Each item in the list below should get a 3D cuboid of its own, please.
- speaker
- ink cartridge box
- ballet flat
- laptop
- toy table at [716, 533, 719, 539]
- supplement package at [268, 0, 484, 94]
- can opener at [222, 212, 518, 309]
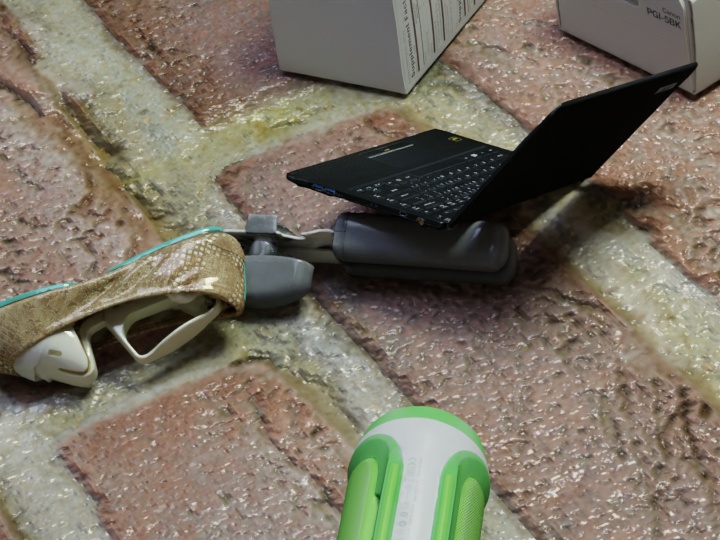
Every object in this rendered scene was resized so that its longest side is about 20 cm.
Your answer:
[{"bbox_3d":[0.023,0.167,1.438,0.088,0.089,0.201,-1,38,11],"label":"speaker"},{"bbox_3d":[0.256,-0.225,1.892,0.199,0.083,0.146,-31,42,-27],"label":"ink cartridge box"},{"bbox_3d":[-0.163,0.035,1.665,0.199,0.071,0.066,-23,66,0],"label":"ballet flat"},{"bbox_3d":[0.085,-0.095,1.702,0.199,0.104,0.177,19,22,32],"label":"laptop"},{"bbox_3d":[0.274,0.155,1.374,0.183,0.118,0.200,-24,40,-17],"label":"toy table"},{"bbox_3d":[0.025,-0.235,1.934,0.113,0.110,0.200,13,42,26],"label":"supplement package"},{"bbox_3d":[0.000,0.000,1.701,0.198,0.053,0.067,4,71,16],"label":"can opener"}]
